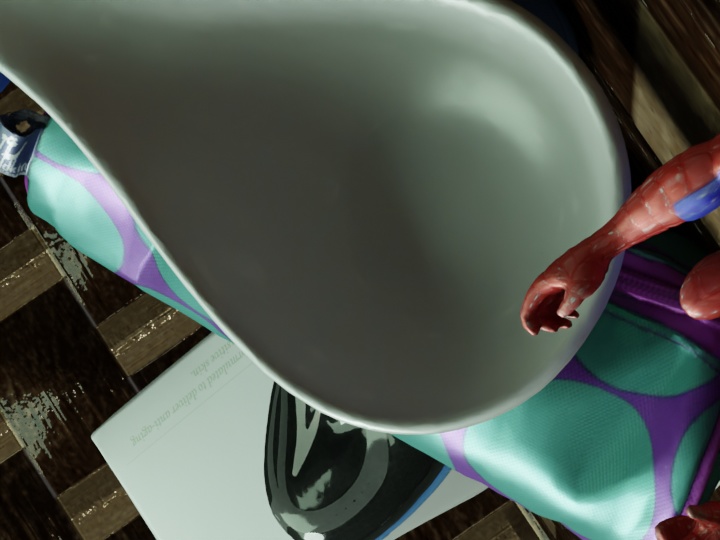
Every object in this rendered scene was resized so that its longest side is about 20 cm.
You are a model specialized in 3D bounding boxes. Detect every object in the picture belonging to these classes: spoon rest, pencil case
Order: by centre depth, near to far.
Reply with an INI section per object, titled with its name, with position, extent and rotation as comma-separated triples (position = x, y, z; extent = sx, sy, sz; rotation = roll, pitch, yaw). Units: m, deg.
[spoon rest]
position = -0.030, -0.037, 0.670
extent = 0.199, 0.100, 0.061
rotation = 29, -170, 23
[pencil case]
position = 0.011, -0.008, 0.750
extent = 0.199, 0.085, 0.093
rotation = 30, 147, 7

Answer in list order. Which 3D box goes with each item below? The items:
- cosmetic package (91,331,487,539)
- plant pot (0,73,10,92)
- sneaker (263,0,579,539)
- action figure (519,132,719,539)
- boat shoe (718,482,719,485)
[cosmetic package]
position = 0.011, 0.043, 1.033
extent = 0.085, 0.107, 0.200
rotation = 56, -153, 9
[plant pot]
position = -0.196, -0.182, 0.988
extent = 0.200, 0.201, 0.179
rotation = 40, -155, 21
[sneaker]
position = 0.000, 0.000, 0.856
extent = 0.071, 0.082, 0.200
rotation = 40, 132, 28
[action figure]
position = 0.072, 0.016, 0.585
extent = 0.065, 0.099, 0.200
rotation = 54, 175, 10
[boat shoe]
position = 0.073, 0.021, 0.920
extent = 0.065, 0.074, 0.200
rotation = 23, -160, -11
